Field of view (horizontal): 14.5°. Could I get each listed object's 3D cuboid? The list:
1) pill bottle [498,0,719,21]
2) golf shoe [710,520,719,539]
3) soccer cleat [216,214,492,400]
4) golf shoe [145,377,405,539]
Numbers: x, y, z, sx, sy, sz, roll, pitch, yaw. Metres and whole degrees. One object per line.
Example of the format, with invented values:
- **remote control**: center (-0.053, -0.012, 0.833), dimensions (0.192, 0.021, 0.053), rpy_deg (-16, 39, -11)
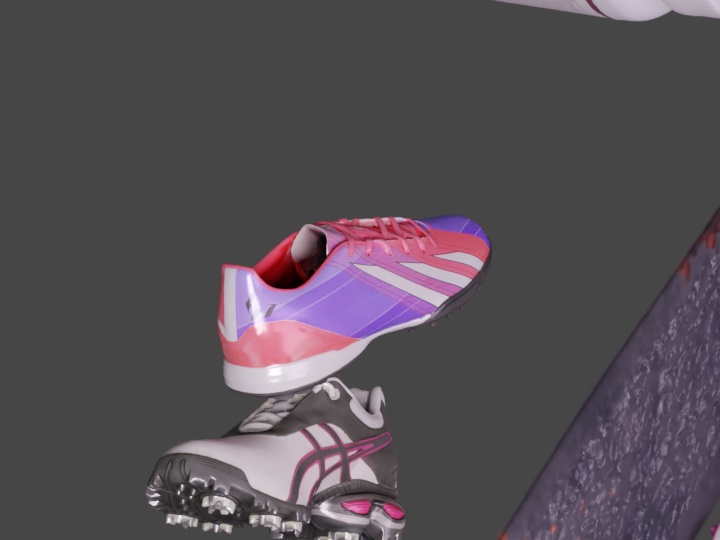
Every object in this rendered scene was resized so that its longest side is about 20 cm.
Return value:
- **pill bottle**: center (0.116, -0.189, 1.481), dimensions (0.109, 0.199, 0.110), rpy_deg (-19, 115, -49)
- **golf shoe**: center (0.307, 0.222, 1.945), dimensions (0.200, 0.091, 0.076), rpy_deg (20, 83, -54)
- **soccer cleat**: center (0.000, 0.000, 1.501), dimensions (0.200, 0.068, 0.073), rpy_deg (-29, 118, -42)
- **golf shoe**: center (-0.046, 0.096, 1.473), dimensions (0.200, 0.077, 0.089), rpy_deg (16, 75, -60)
